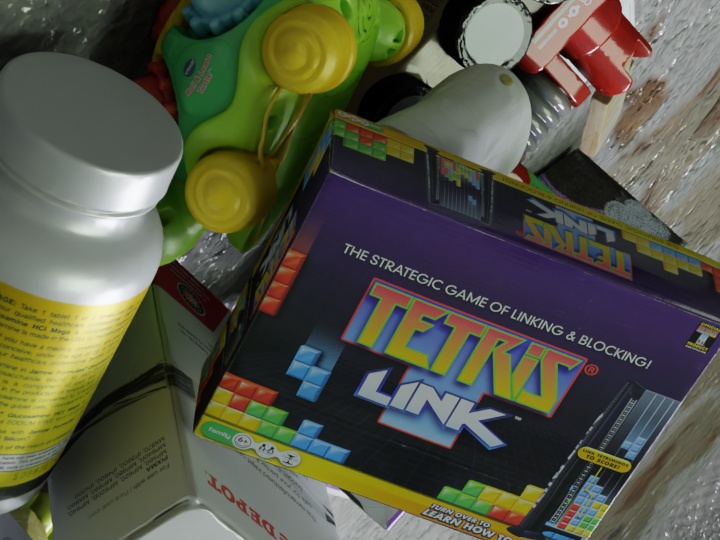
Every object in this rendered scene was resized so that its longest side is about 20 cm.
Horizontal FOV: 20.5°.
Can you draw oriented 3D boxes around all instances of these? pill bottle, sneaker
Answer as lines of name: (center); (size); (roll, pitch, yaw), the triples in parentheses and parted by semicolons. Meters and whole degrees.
pill bottle: (-0.157, 0.007, 0.894); (0.112, 0.112, 0.200); (-20, 147, -53)
sneaker: (0.019, -0.023, 1.011); (0.116, 0.074, 0.200); (-36, 170, -43)

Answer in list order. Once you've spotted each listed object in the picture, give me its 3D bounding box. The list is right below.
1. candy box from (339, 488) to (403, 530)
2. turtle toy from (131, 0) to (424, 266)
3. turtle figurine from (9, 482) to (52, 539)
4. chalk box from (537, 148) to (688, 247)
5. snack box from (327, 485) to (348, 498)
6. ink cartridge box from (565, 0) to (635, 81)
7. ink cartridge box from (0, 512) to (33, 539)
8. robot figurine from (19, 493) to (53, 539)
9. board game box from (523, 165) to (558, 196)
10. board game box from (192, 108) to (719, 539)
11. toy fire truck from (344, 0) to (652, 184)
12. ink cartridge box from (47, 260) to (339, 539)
candy box: (0.056, 0.047, 1.094); (0.168, 0.072, 0.200); (-48, 175, 6)
turtle toy: (-0.061, -0.077, 0.944); (0.200, 0.101, 0.146); (-58, 171, 20)
turtle figurine: (-0.199, 0.140, 1.061); (0.064, 0.200, 0.162); (3, -113, 63)
chalk box: (0.130, 0.026, 1.527); (0.200, 0.125, 0.124); (-35, 157, -29)
snack box: (-0.064, 0.093, 1.206); (0.200, 0.024, 0.072); (19, 137, -32)
ink cartridge box: (0.092, -0.131, 1.257); (0.200, 0.050, 0.162); (-43, 160, -8)
ink cartridge box: (-0.201, 0.154, 0.951); (0.094, 0.200, 0.044); (-52, 158, 15)
robot figurine: (-0.201, 0.207, 1.183); (0.175, 0.116, 0.200); (-3, 132, -56)
board game box: (0.057, 0.020, 1.314); (0.200, 0.153, 0.040); (-45, 161, -10)
board game box: (0.045, 0.037, 0.923); (0.057, 0.200, 0.165); (-86, -160, -54)
toy fire truck: (0.089, -0.097, 1.128); (0.176, 0.129, 0.200); (-48, 122, 1)
ink cartridge box: (-0.086, 0.102, 1.015); (0.084, 0.200, 0.144); (-34, 128, 13)
